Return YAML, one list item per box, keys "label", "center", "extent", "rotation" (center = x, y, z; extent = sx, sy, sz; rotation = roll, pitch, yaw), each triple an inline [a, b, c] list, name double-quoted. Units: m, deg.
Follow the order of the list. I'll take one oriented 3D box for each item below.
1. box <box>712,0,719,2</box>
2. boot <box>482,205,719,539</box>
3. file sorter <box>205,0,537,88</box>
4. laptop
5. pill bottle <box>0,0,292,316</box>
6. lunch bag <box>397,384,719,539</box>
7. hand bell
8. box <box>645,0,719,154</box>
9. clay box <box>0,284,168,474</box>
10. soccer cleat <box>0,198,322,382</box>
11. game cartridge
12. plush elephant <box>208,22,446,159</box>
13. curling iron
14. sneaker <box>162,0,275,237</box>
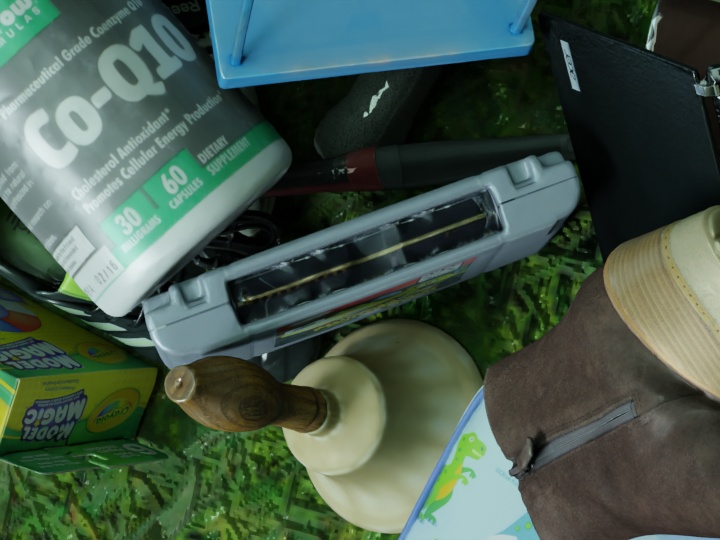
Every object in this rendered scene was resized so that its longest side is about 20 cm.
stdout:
- label: "box"
  center: [0.201, -0.201, 1.133]
  extent: [0.199, 0.097, 0.176]
  rotation: [18, 55, 28]
- label: "boot"
  center: [0.138, 0.089, 1.090]
  extent: [0.166, 0.072, 0.201]
  rotation: [-43, 63, 47]
- label: "file sorter"
  center: [-0.001, -0.198, 1.117]
  extent: [0.138, 0.123, 0.201]
  rotation: [-7, 75, -10]
- label: "laptop"
  center: [0.191, -0.033, 1.138]
  extent: [0.199, 0.103, 0.178]
  rotation: [-12, 118, 13]
- label: "pill bottle"
  center: [-0.134, -0.087, 1.178]
  extent: [0.113, 0.113, 0.200]
  rotation: [-42, 90, 16]
- label: "lunch bag"
  center: [0.120, 0.140, 1.180]
  extent: [0.200, 0.082, 0.161]
  rotation: [30, 98, 28]
- label: "hand bell"
  center: [-0.028, 0.062, 1.203]
  extent: [0.104, 0.200, 0.105]
  rotation: [-4, 80, 27]
- label: "box"
  center: [0.227, -0.081, 1.162]
  extent: [0.199, 0.075, 0.101]
  rotation: [14, 90, 27]
- label: "clay box"
  center: [-0.194, 0.042, 1.341]
  extent: [0.200, 0.115, 0.048]
  rotation: [25, 104, 28]
- label: "soccer cleat"
  center: [-0.114, 0.007, 1.293]
  extent: [0.199, 0.081, 0.068]
  rotation: [24, 100, -1]
- label: "game cartridge"
  center: [0.000, 0.000, 1.212]
  extent: [0.199, 0.133, 0.041]
  rotation: [-20, 88, -4]
- label: "plush elephant"
  center: [-0.015, -0.177, 1.258]
  extent: [0.155, 0.165, 0.200]
  rotation: [42, 97, 30]
- label: "curling iron"
  center: [0.008, -0.038, 1.256]
  extent: [0.199, 0.026, 0.050]
  rotation: [-14, 107, -4]
- label: "sneaker"
  center: [-0.089, -0.107, 1.283]
  extent: [0.074, 0.089, 0.201]
  rotation: [-28, 98, -5]
